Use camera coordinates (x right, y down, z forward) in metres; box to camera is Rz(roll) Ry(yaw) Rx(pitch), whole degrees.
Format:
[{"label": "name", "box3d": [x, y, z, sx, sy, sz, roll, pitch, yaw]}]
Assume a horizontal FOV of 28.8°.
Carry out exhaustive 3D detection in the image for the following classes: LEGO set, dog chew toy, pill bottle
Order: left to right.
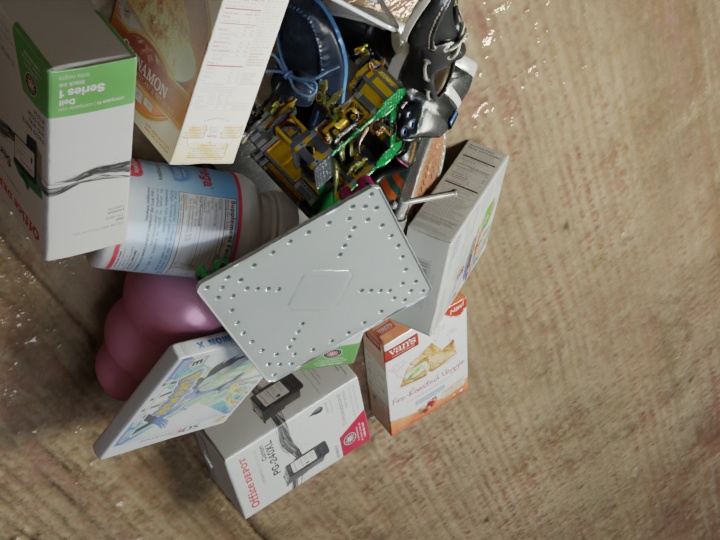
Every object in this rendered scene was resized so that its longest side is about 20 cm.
[{"label": "dog chew toy", "box3d": [-0.215, 0.061, 1.491, 0.124, 0.125, 0.200, 8, 129, -47]}, {"label": "pill bottle", "box3d": [-0.166, -0.048, 1.385, 0.198, 0.109, 0.109, 6, 124, -25]}, {"label": "LEGO set", "box3d": [-0.042, -0.146, 1.345, 0.154, 0.116, 0.200, -43, 168, -3]}]

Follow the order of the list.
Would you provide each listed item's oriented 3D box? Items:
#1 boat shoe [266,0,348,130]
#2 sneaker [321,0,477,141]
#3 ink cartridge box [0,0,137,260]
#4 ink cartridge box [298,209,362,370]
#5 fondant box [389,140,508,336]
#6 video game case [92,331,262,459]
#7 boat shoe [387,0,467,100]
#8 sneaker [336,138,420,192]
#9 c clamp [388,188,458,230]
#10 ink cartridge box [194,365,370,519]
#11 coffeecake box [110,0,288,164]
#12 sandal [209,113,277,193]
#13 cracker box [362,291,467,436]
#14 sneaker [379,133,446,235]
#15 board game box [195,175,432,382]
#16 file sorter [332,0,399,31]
[{"label": "boat shoe", "box3d": [-0.054, -0.187, 1.417, 0.069, 0.084, 0.201, -39, 143, -24]}, {"label": "sneaker", "box3d": [0.029, -0.194, 1.443, 0.199, 0.073, 0.113, 19, 89, -32]}, {"label": "ink cartridge box", "box3d": [-0.264, -0.131, 1.221, 0.084, 0.146, 0.201, -16, 136, -30]}, {"label": "ink cartridge box", "box3d": [-0.066, 0.024, 1.562, 0.143, 0.084, 0.201, -6, 144, -17]}, {"label": "fondant box", "box3d": [0.106, -0.040, 1.663, 0.200, 0.058, 0.145, -53, 160, -47]}, {"label": "video game case", "box3d": [-0.173, 0.125, 1.508, 0.181, 0.022, 0.200, -13, 152, -46]}, {"label": "boat shoe", "box3d": [0.071, -0.216, 1.313, 0.074, 0.060, 0.200, -55, 177, -20]}, {"label": "sneaker", "box3d": [0.040, -0.153, 1.540, 0.201, 0.086, 0.080, -53, 145, 12]}, {"label": "c clamp", "box3d": [0.000, 0.000, 1.455, 0.170, 0.027, 0.201, -3, 134, -33]}, {"label": "ink cartridge box", "box3d": [-0.097, 0.201, 1.768, 0.199, 0.083, 0.146, -32, 143, -16]}, {"label": "coffeecake box", "box3d": [-0.147, -0.219, 1.236, 0.073, 0.154, 0.201, -5, 129, -39]}, {"label": "sandal", "box3d": [-0.147, -0.141, 1.421, 0.200, 0.043, 0.076, 32, 95, -44]}, {"label": "cracker box", "box3d": [0.075, 0.115, 1.868, 0.133, 0.058, 0.201, -30, 141, -19]}, {"label": "sneaker", "box3d": [0.035, -0.089, 1.619, 0.071, 0.079, 0.202, 20, 90, -68]}, {"label": "board game box", "box3d": [-0.044, 0.011, 1.398, 0.199, 0.026, 0.200, -29, 143, 1]}, {"label": "file sorter", "box3d": [0.020, -0.340, 1.260, 0.138, 0.125, 0.201, 23, 111, -24]}]
